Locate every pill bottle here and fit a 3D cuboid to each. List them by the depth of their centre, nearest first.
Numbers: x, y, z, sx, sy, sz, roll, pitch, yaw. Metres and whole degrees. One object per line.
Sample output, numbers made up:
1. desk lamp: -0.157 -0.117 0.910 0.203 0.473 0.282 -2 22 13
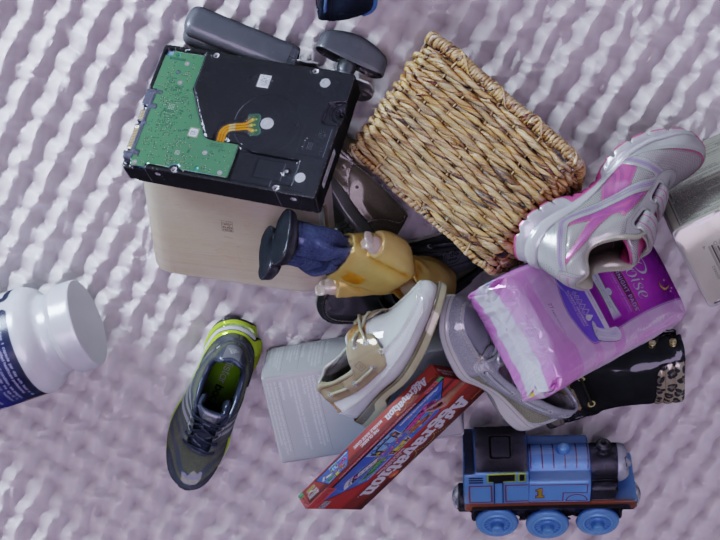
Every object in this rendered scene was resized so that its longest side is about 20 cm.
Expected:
1. pill bottle: -0.373 0.084 1.611 0.200 0.116 0.116 -18 108 10

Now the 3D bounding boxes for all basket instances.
1. basket: 0.119 -0.116 1.487 0.200 0.143 0.149 41 110 14

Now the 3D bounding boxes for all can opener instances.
1. can opener: -0.073 -0.222 1.528 0.200 0.053 0.067 22 77 -4

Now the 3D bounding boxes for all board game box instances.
1. board game box: 0.034 0.170 1.548 0.200 0.103 0.019 -46 62 19

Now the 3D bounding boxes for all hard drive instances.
1. hard drive: -0.114 -0.136 1.478 0.200 0.038 0.140 11 66 14

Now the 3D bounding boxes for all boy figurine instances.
1. boy figurine: 0.000 0.000 1.506 0.200 0.065 0.124 18 148 -25

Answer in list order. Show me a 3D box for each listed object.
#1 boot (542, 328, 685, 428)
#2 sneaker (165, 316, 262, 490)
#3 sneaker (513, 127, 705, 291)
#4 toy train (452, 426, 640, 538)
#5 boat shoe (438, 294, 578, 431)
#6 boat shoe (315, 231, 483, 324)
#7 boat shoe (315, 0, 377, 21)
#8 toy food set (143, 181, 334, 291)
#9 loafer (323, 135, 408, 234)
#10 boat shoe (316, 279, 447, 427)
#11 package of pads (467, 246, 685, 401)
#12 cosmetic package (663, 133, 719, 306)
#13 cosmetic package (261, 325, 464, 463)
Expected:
1. boot: 0.251 0.062 1.592 0.153 0.074 0.204 -7 115 4
2. sneaker: -0.163 0.150 1.640 0.074 0.081 0.200 17 110 -3
3. sneaker: 0.241 -0.048 1.406 0.200 0.088 0.081 -37 149 -5
4. toy train: 0.196 0.222 1.630 0.200 0.087 0.114 -1 133 4
5. boat shoe: 0.142 0.088 1.517 0.065 0.075 0.202 -14 134 31
6. boat shoe: 0.044 0.013 1.587 0.199 0.066 0.075 -16 107 9
7. boat shoe: -0.039 -0.330 1.460 0.069 0.084 0.200 -18 106 -3
8. toy food set: -0.124 -0.062 1.551 0.200 0.060 0.144 7 128 14
9. loafer: -0.022 -0.105 1.556 0.070 0.075 0.200 -39 106 -16
10. boat shoe: 0.018 0.076 1.494 0.068 0.075 0.200 26 130 -6
11. package of pads: 0.210 0.035 1.479 0.076 0.200 0.121 -32 83 54
12. cosmetic package: 0.345 -0.054 1.476 0.103 0.200 0.087 -26 107 13
13. cosmetic package: 0.004 0.126 1.622 0.200 0.090 0.107 -9 110 3
